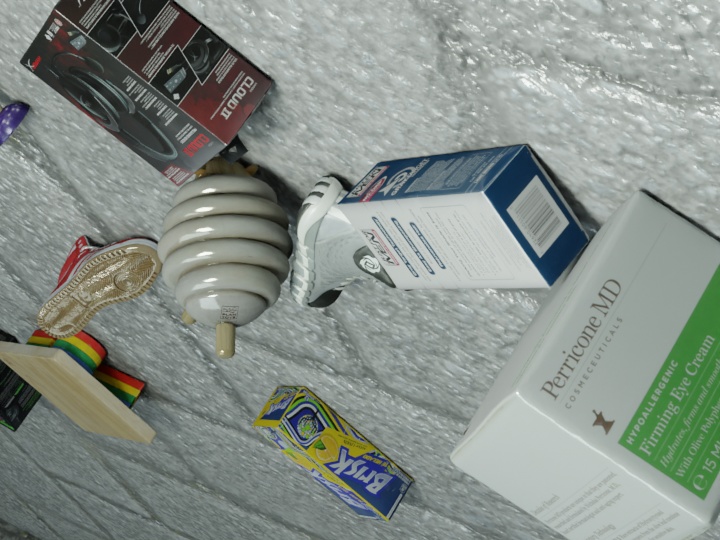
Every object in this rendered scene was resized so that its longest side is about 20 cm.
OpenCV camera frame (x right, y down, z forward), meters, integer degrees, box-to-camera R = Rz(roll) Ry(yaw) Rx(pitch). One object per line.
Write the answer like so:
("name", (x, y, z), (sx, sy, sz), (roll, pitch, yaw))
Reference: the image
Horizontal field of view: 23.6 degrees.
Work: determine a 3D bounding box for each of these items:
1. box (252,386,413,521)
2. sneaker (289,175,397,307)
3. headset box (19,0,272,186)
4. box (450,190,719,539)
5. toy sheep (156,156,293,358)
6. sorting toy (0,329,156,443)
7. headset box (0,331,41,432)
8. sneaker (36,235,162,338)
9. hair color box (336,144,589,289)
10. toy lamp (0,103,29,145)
("box", (-0.033, 0.226, 2.119), (0.200, 0.064, 0.070), (42, 157, -22))
("sneaker", (0.000, 0.000, 1.576), (0.115, 0.075, 0.200), (26, 157, 11))
("headset box", (-0.178, -0.163, 1.471), (0.200, 0.077, 0.149), (39, 158, -11))
("box", (0.204, 0.089, 1.302), (0.171, 0.199, 0.200), (33, 157, 2))
("toy sheep", (-0.124, -0.013, 1.585), (0.137, 0.201, 0.138), (-7, 159, -3))
("sorting toy", (-0.398, 0.154, 2.472), (0.199, 0.070, 0.200), (3, 143, 52))
("headset box", (-0.613, 0.150, 2.736), (0.174, 0.093, 0.200), (26, 158, 20))
("sneaker", (-0.292, -0.007, 2.001), (0.200, 0.113, 0.071), (-31, 115, 34))
("hair color box", (0.079, -0.039, 1.379), (0.200, 0.061, 0.100), (-2, 130, 55))
("toy lamp", (-0.436, -0.207, 1.768), (0.200, 0.058, 0.058), (40, 158, -15))
